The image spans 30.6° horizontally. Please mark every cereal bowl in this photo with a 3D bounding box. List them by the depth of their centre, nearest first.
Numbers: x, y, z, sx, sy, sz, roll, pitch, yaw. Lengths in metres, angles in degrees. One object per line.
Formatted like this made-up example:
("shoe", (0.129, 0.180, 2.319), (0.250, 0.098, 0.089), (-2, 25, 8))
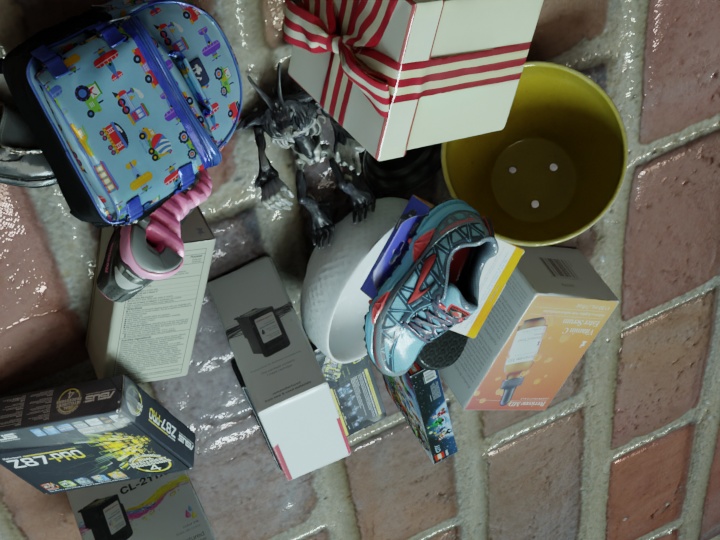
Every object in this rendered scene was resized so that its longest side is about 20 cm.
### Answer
("cereal bowl", (0.000, 0.000, 1.491), (0.200, 0.083, 0.201), (-40, 152, -27))

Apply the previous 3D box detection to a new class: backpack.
("backpack", (-0.187, -0.153, 1.160), (0.199, 0.134, 0.184), (-32, 109, -24))

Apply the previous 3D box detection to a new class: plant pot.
("plant pot", (0.192, -0.115, 1.467), (0.199, 0.201, 0.142), (-34, 169, 1))

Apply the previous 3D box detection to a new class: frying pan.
("frying pan", (0.049, -0.163, 1.421), (0.114, 0.031, 0.191), (-21, 136, -17))

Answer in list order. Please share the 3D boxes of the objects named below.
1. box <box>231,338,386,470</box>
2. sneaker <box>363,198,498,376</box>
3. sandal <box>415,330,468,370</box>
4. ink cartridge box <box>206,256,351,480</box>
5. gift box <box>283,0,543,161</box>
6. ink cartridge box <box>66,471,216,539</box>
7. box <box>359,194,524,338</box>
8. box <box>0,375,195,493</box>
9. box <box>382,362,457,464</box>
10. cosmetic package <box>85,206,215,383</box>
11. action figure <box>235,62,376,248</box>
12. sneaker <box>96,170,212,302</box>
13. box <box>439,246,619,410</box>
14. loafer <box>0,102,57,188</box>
("box", (-0.060, 0.153, 1.655), (0.160, 0.049, 0.201), (-26, 140, -6))
("sneaker", (0.074, 0.028, 1.359), (0.079, 0.095, 0.201), (16, 105, -41))
("sandal", (0.100, 0.043, 1.569), (0.048, 0.201, 0.075), (-19, 124, 42))
("ink cartridge box", (-0.092, 0.107, 1.472), (0.083, 0.201, 0.146), (-23, 140, -5))
("gift box", (0.039, -0.238, 1.230), (0.186, 0.184, 0.201), (-16, 131, -33))
("ink cartridge box", (-0.256, 0.313, 1.570), (0.145, 0.200, 0.083), (-25, 137, -10))
("box", (0.085, -0.004, 1.447), (0.199, 0.041, 0.120), (22, 101, -44))
("box", (-0.305, 0.183, 1.449), (0.198, 0.049, 0.161), (-11, 144, 18))
("box", (0.062, 0.134, 1.647), (0.037, 0.137, 0.201), (-27, 140, -9))
("cosmetic package", (-0.226, 0.025, 1.397), (0.103, 0.073, 0.201), (-6, 133, -28))
("action figure", (-0.051, -0.114, 1.344), (0.118, 0.102, 0.200), (-26, 134, 8))
("sneaker", (-0.206, -0.045, 1.269), (0.079, 0.201, 0.095), (35, 126, -16))
("box", (0.210, 0.076, 1.710), (0.151, 0.107, 0.201), (4, 128, -36))
("loafer", (-0.318, -0.117, 1.196), (0.199, 0.073, 0.073), (-17, 133, -21))
